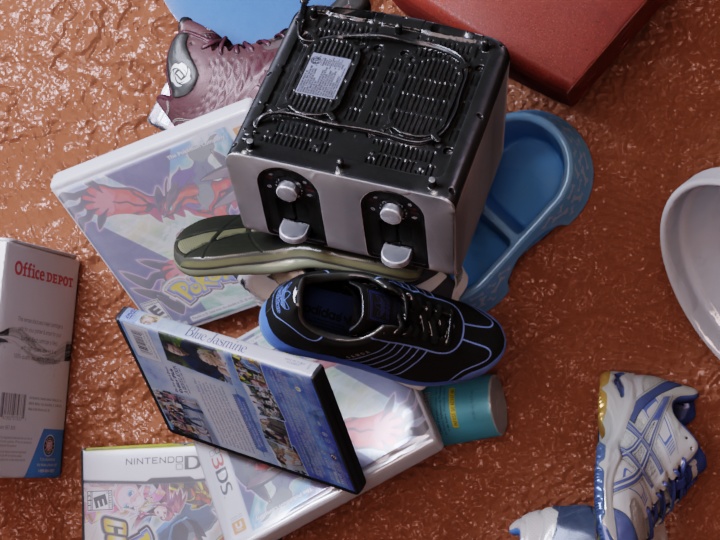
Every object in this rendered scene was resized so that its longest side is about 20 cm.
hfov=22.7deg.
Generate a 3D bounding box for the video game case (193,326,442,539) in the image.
[{"bbox_3d":[-0.049,0.117,1.506,0.199,0.023,0.183,-29,56,10],"label":"video game case"}]

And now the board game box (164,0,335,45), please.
[{"bbox_3d":[-0.080,-0.271,1.579,0.157,0.039,0.201,27,76,6],"label":"board game box"}]

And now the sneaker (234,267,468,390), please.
[{"bbox_3d":[0.000,0.000,1.471,0.198,0.080,0.130,23,75,33],"label":"sneaker"}]

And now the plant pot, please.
[{"bbox_3d":[0.149,-0.244,1.449,0.176,0.200,0.200,41,96,7],"label":"plant pot"}]

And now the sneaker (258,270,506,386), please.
[{"bbox_3d":[0.026,0.042,1.356,0.198,0.078,0.071,6,73,-17],"label":"sneaker"}]

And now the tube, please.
[{"bbox_3d":[0.023,0.127,1.516,0.198,0.050,0.078,-10,71,19],"label":"tube"}]

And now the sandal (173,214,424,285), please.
[{"bbox_3d":[-0.046,-0.008,1.413,0.199,0.080,0.058,0,121,9],"label":"sandal"}]

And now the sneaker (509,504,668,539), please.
[{"bbox_3d":[0.172,0.289,1.440,0.145,0.080,0.202,-1,87,24],"label":"sneaker"}]

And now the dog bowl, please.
[{"bbox_3d":[0.106,-0.050,1.506,0.111,0.050,0.200,44,96,16],"label":"dog bowl"}]

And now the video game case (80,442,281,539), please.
[{"bbox_3d":[-0.156,0.251,1.561,0.179,0.025,0.202,-4,83,16],"label":"video game case"}]

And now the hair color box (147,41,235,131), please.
[{"bbox_3d":[-0.075,-0.124,1.562,0.199,0.060,0.101,29,92,17],"label":"hair color box"}]

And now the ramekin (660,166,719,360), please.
[{"bbox_3d":[0.333,-0.007,1.362,0.105,0.200,0.200,-33,73,-22],"label":"ramekin"}]

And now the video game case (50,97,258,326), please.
[{"bbox_3d":[-0.132,-0.039,1.512,0.199,0.023,0.183,-18,123,23],"label":"video game case"}]

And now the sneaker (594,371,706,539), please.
[{"bbox_3d":[0.225,0.156,1.395,0.087,0.076,0.201,3,47,8],"label":"sneaker"}]

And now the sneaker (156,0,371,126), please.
[{"bbox_3d":[-0.093,-0.187,1.496,0.200,0.076,0.116,-43,83,8],"label":"sneaker"}]

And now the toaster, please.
[{"bbox_3d":[0.011,-0.106,1.366,0.179,0.119,0.201,12,54,12],"label":"toaster"}]

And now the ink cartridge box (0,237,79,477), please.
[{"bbox_3d":[-0.318,0.077,1.565,0.084,0.145,0.202,3,84,17],"label":"ink cartridge box"}]

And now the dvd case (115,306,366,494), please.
[{"bbox_3d":[-0.095,0.103,1.431,0.199,0.143,0.018,14,52,32],"label":"dvd case"}]
